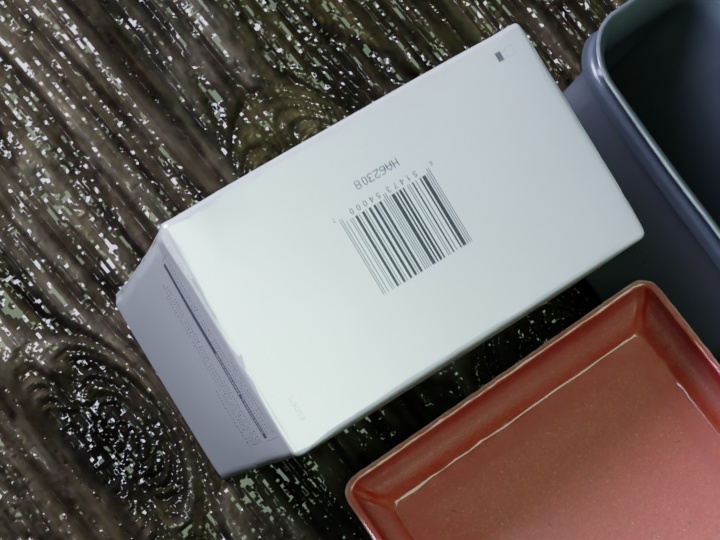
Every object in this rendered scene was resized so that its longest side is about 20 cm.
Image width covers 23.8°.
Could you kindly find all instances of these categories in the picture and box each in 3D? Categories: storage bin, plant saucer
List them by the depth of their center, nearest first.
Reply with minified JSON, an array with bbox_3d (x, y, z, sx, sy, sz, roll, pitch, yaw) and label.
[{"bbox_3d":[0.127,0.138,0.877,0.200,0.037,0.200,-35,69,-3],"label":"plant saucer"},{"bbox_3d":[0.183,-0.047,0.934,0.145,0.134,0.200,-36,90,-35],"label":"storage bin"}]

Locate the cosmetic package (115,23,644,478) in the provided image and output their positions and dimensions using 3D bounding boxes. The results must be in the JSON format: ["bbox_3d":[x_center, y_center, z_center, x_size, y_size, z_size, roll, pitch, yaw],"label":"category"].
[{"bbox_3d":[0.000,0.000,0.852,0.199,0.200,0.123,-31,90,-16],"label":"cosmetic package"}]
